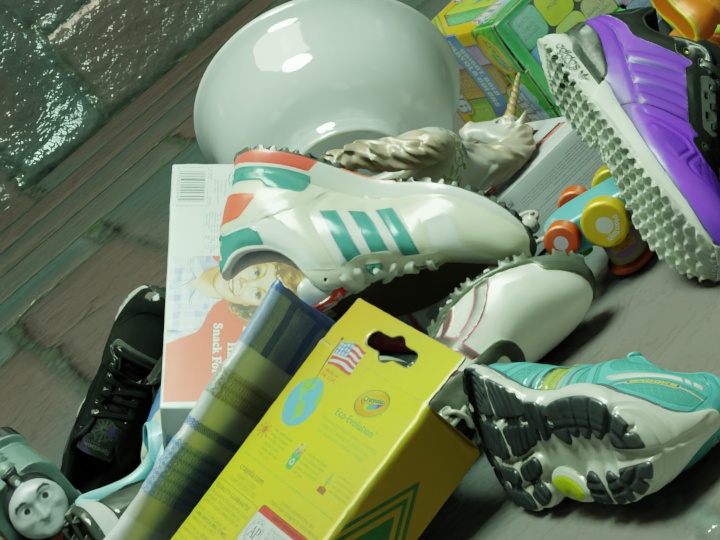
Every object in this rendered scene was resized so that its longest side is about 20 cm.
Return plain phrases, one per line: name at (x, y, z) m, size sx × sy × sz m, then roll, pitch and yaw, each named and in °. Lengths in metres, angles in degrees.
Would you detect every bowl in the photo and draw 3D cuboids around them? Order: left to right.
bowl at (-0.015, -0.093, 1.507) m, size 0.200 × 0.201 × 0.091 m, roll -34°, pitch 43°, yaw 17°

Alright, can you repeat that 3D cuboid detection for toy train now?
toy train at (-0.230, 0.176, 1.500) m, size 0.085 × 0.114 × 0.200 m, roll -42°, pitch 15°, yaw -11°
toy train at (0.183, -0.060, 1.334) m, size 0.200 × 0.056 × 0.150 m, roll -40°, pitch 12°, yaw -14°

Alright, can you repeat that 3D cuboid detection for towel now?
towel at (-0.077, 0.108, 1.249) m, size 0.201 × 0.024 × 0.147 m, roll -58°, pitch -26°, yaw -3°

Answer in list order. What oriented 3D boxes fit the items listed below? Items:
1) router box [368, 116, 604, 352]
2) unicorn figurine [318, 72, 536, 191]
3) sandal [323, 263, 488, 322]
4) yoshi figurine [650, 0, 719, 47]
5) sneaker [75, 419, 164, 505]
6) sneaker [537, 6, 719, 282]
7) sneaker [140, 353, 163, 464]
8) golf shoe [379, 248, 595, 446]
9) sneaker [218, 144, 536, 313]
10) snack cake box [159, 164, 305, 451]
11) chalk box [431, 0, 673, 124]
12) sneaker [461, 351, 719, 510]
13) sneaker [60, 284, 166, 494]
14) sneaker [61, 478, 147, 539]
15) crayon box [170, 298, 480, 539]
router box at (0.072, -0.027, 1.501) m, size 0.200 × 0.049 × 0.179 m, roll -44°, pitch 15°, yaw -18°
unicorn figurine at (0.048, -0.069, 1.409) m, size 0.136 × 0.075 × 0.200 m, roll -19°, pitch 5°, yaw 11°
sandal at (0.001, -0.004, 1.346) m, size 0.211 × 0.070 × 0.078 m, roll -31°, pitch -28°, yaw -26°
yoshi figurine at (0.287, -0.229, 1.478) m, size 0.199 × 0.112 × 0.112 m, roll -38°, pitch 8°, yaw -9°
sneaker at (-0.102, 0.124, 1.404) m, size 0.199 × 0.082 × 0.074 m, roll -38°, pitch 16°, yaw -9°
sneaker at (0.187, -0.087, 1.228) m, size 0.099 × 0.070 × 0.201 m, roll -24°, pitch 54°, yaw -6°
sneaker at (-0.094, 0.059, 1.537) m, size 0.201 × 0.076 × 0.111 m, roll -57°, pitch 14°, yaw 13°
golf shoe at (0.063, 0.068, 1.243) m, size 0.199 × 0.077 × 0.088 m, roll -34°, pitch 42°, yaw 4°
sneaker at (0.006, -0.010, 1.279) m, size 0.070 × 0.198 × 0.094 m, roll 65°, pitch -140°, yaw -71°
snack cake box at (-0.073, 0.025, 1.405) m, size 0.114 × 0.067 × 0.202 m, roll 1°, pitch 54°, yaw -1°
chalk box at (0.150, -0.173, 1.598) m, size 0.124 × 0.124 × 0.200 m, roll -44°, pitch 15°, yaw -18°
sneaker at (0.119, 0.079, 1.081) m, size 0.079 × 0.078 × 0.199 m, roll -24°, pitch 13°, yaw -25°
sneaker at (-0.178, 0.102, 1.614) m, size 0.088 × 0.075 × 0.201 m, roll -68°, pitch 3°, yaw -50°
sneaker at (-0.150, 0.185, 1.331) m, size 0.090 × 0.067 × 0.200 m, roll -29°, pitch -17°, yaw -28°
crayon box at (-0.018, 0.121, 1.153) m, size 0.201 × 0.051 × 0.127 m, roll -53°, pitch 32°, yaw -5°
